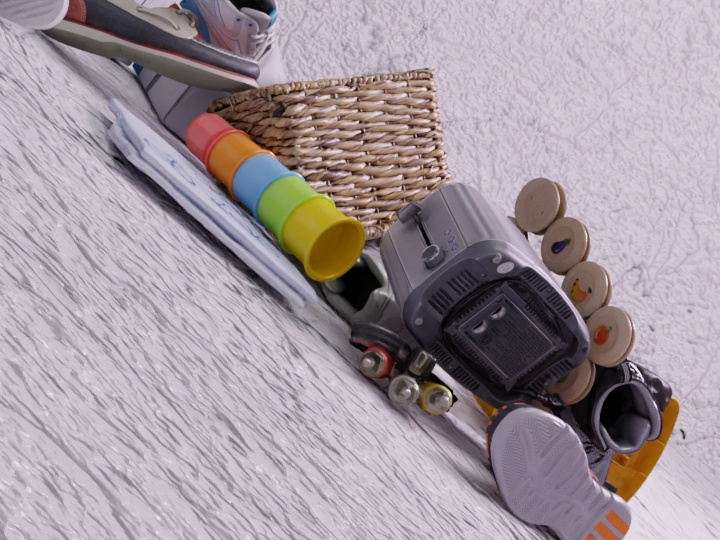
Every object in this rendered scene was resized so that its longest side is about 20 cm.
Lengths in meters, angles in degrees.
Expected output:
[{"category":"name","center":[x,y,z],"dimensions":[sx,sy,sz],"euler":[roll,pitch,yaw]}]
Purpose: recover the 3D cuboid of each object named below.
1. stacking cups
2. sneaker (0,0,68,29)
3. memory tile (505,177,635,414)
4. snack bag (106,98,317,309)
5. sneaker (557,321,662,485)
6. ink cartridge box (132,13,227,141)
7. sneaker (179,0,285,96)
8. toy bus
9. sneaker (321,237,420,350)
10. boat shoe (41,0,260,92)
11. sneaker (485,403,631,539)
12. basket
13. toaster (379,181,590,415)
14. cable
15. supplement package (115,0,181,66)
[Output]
[{"category":"stacking cups","center":[-0.077,-0.064,1.484],"dimensions":[0.200,0.061,0.060],"euler":[40,3,40]},{"category":"sneaker","center":[-0.304,-0.270,1.492],"dimensions":[0.200,0.074,0.082],"euler":[45,9,15]},{"category":"memory tile","center":[0.150,0.031,1.538],"dimensions":[0.017,0.153,0.200],"euler":[19,37,-41]},{"category":"snack bag","center":[-0.126,-0.057,1.406],"dimensions":[0.189,0.021,0.200],"euler":[41,3,-24]},{"category":"sneaker","center":[0.203,0.143,1.541],"dimensions":[0.114,0.075,0.200],"euler":[-128,-150,-55]},{"category":"ink cartridge box","center":[-0.137,-0.165,1.787],"dimensions":[0.146,0.086,0.200],"euler":[40,8,-25]},{"category":"sneaker","center":[-0.104,-0.219,1.603],"dimensions":[0.087,0.075,0.200],"euler":[19,-29,37]},{"category":"toy bus","center":[0.178,0.116,1.723],"dimensions":[0.200,0.136,0.192],"euler":[34,-3,-42]},{"category":"sneaker","center":[0.000,0.000,1.576],"dimensions":[0.099,0.078,0.200],"euler":[34,9,-35]},{"category":"boat shoe","center":[-0.179,-0.209,1.570],"dimensions":[0.200,0.063,0.071],"euler":[18,-13,-1]},{"category":"sneaker","center":[0.132,0.151,1.425],"dimensions":[0.112,0.078,0.200],"euler":[43,-7,46]},{"category":"basket","center":[-0.031,-0.094,1.617],"dimensions":[0.200,0.149,0.143],"euler":[-12,3,-39]},{"category":"toaster","center":[0.102,0.021,1.459],"dimensions":[0.200,0.114,0.129],"euler":[42,15,-36]},{"category":"cable","center":[0.031,0.087,1.422],"dimensions":[0.097,0.050,0.200],"euler":[30,-8,7]},{"category":"supplement package","center":[-0.266,-0.296,1.749],"dimensions":[0.114,0.110,0.200],"euler":[44,6,17]}]
